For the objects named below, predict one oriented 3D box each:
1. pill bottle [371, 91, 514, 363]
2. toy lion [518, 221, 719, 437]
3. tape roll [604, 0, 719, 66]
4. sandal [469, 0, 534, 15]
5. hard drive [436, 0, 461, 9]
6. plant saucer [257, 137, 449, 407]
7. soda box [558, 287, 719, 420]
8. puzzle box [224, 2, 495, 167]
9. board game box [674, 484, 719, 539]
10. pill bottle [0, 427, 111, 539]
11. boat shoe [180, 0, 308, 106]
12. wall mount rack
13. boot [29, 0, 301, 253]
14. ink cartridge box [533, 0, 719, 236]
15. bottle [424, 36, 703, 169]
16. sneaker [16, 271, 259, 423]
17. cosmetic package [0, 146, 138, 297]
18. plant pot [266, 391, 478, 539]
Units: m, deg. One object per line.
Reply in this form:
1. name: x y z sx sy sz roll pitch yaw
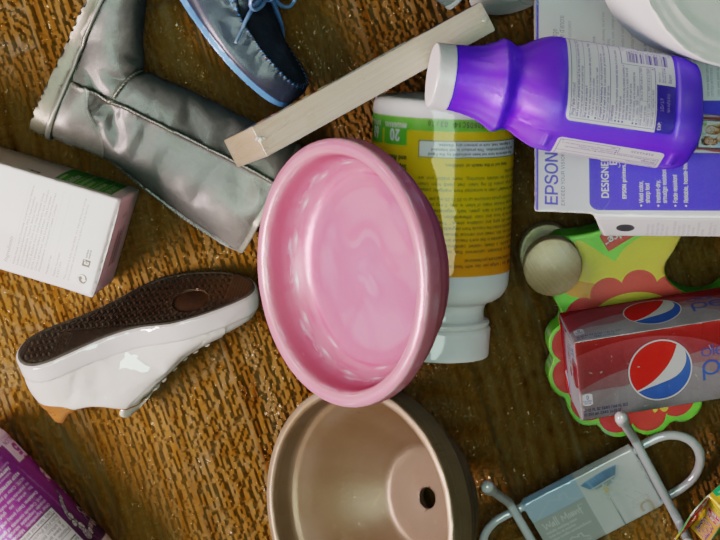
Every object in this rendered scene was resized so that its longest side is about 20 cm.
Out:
1. pill bottle: 0.062 -0.034 1.689 0.110 0.111 0.202 2 98 2
2. toy lion: 0.227 0.025 1.720 0.199 0.069 0.193 -32 102 6
3. tape roll: 0.266 -0.251 1.590 0.201 0.071 0.205 -7 106 -24
4. sandal: 0.155 -0.271 1.660 0.203 0.082 0.050 -45 50 35
5. hard drive: 0.096 -0.260 1.613 0.033 0.200 0.140 35 98 -4
6. plant saucer: 0.000 0.000 1.642 0.051 0.200 0.203 -7 100 -39
7. soda box: 0.256 0.058 1.674 0.198 0.063 0.071 -9 111 -4
8. puzzle box: -0.004 -0.138 1.642 0.199 0.133 0.026 -30 96 -12
9. board game box: 0.324 0.139 1.677 0.199 0.096 0.030 -37 74 -13
10. pill bottle: -0.266 0.225 1.739 0.112 0.112 0.200 -44 94 7
11. boat shoe: -0.100 -0.220 1.685 0.068 0.084 0.201 -36 97 18
12. wall mount rack: 0.177 0.181 1.711 0.199 0.075 0.174 -28 121 6
13. boot: -0.138 -0.135 1.707 0.199 0.073 0.183 26 100 2
14. ink cartridge box: 0.229 -0.120 1.655 0.198 0.043 0.200 2 63 2
15. bottle: 0.147 -0.126 1.580 0.198 0.065 0.084 8 60 -9
16. sneaker: -0.169 0.064 1.746 0.198 0.073 0.085 -19 123 1
17. cosmetic package: -0.285 -0.050 1.707 0.198 0.108 0.086 18 98 -1
18. plant pot: 0.026 0.184 1.710 0.200 0.092 0.203 6 99 42
